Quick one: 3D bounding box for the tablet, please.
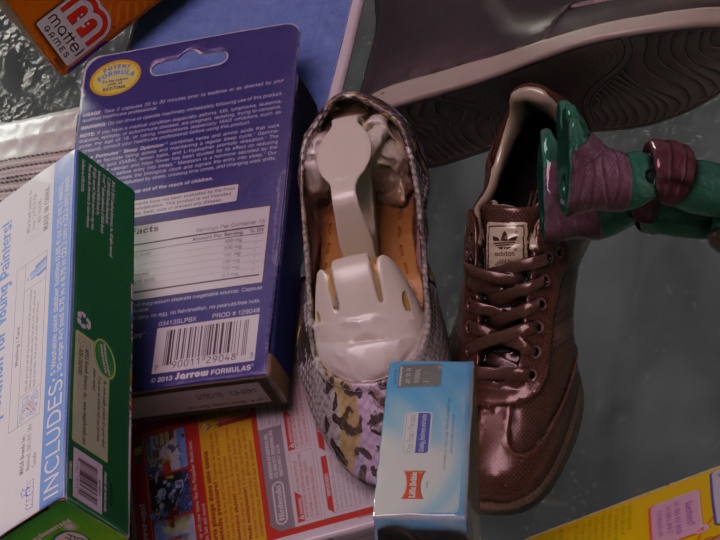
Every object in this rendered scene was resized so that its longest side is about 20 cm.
[{"bbox_3d":[-0.068,-0.083,1.223,0.129,0.014,0.201,-1,59,24],"label":"tablet"}]

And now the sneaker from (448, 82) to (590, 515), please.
[{"bbox_3d":[0.065,0.009,1.113,0.070,0.076,0.201,-2,59,21],"label":"sneaker"}]

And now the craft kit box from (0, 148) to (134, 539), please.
[{"bbox_3d":[-0.183,0.073,1.104,0.197,0.048,0.201,-30,42,27],"label":"craft kit box"}]

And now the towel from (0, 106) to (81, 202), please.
[{"bbox_3d":[-0.129,-0.003,1.227,0.198,0.035,0.194,-6,57,18],"label":"towel"}]

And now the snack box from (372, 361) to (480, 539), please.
[{"bbox_3d":[0.029,0.150,0.943,0.037,0.202,0.116,-1,25,5],"label":"snack box"}]

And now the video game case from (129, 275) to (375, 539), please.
[{"bbox_3d":[-0.064,0.076,1.123,0.198,0.017,0.144,-15,53,8],"label":"video game case"}]

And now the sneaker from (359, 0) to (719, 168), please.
[{"bbox_3d":[0.091,-0.124,1.188,0.198,0.075,0.107,-11,55,17],"label":"sneaker"}]

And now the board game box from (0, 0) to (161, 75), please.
[{"bbox_3d":[-0.159,-0.265,1.271,0.199,0.200,0.200,-38,35,-5],"label":"board game box"}]

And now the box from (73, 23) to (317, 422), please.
[{"bbox_3d":[-0.084,-0.023,1.162,0.120,0.032,0.201,-8,56,19],"label":"box"}]

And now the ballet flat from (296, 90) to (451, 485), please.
[{"bbox_3d":[0.000,0.000,1.101,0.071,0.072,0.202,-14,53,13],"label":"ballet flat"}]

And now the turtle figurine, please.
[{"bbox_3d":[0.179,-0.042,1.049,0.198,0.150,0.101,-2,62,-5],"label":"turtle figurine"}]

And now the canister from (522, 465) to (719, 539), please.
[{"bbox_3d":[0.153,0.128,0.966,0.199,0.087,0.149,-22,15,12],"label":"canister"}]
